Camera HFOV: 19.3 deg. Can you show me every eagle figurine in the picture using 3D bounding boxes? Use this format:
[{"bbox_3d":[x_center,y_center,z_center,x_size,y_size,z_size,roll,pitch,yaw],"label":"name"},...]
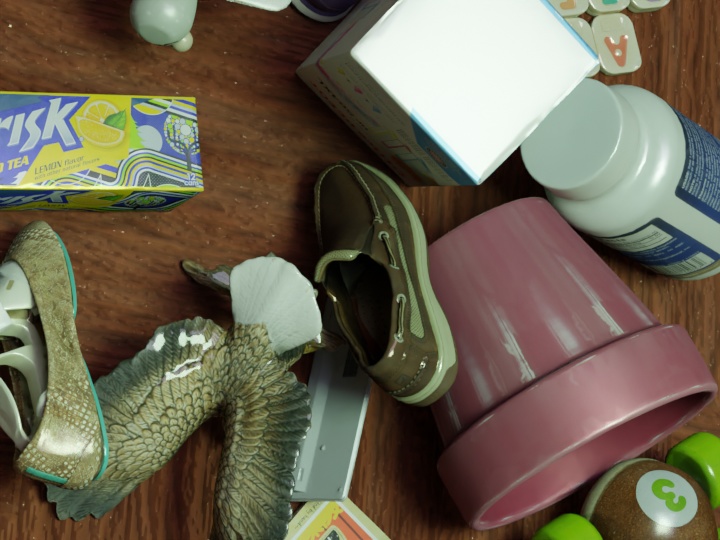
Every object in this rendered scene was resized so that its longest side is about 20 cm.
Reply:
[{"bbox_3d":[-0.093,0.096,1.392,0.151,0.152,0.200,53,55,-29],"label":"eagle figurine"}]

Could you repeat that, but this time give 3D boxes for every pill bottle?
[{"bbox_3d":[0.201,-0.069,1.537,0.200,0.111,0.111,25,65,-51],"label":"pill bottle"}]

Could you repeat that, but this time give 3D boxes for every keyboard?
[{"bbox_3d":[-0.010,0.065,1.477,0.011,0.056,0.200,33,63,-47],"label":"keyboard"}]

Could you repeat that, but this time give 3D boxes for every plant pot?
[{"bbox_3d":[0.119,0.057,1.478,0.200,0.200,0.179,-22,73,-28],"label":"plant pot"}]

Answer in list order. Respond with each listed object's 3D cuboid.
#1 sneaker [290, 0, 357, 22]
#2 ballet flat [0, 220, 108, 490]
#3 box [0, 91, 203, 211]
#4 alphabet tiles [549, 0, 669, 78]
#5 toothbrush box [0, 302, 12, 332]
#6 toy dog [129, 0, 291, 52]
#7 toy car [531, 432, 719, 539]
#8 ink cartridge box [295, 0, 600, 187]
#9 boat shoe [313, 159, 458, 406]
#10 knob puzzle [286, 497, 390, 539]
[{"bbox_3d":[0.016,-0.277,1.550,0.076,0.088,0.200,27,67,-18],"label":"sneaker"},{"bbox_3d":[-0.210,0.047,1.343,0.065,0.071,0.200,6,48,-34],"label":"ballet flat"},{"bbox_3d":[-0.210,-0.079,1.407,0.200,0.064,0.070,-1,78,-26],"label":"box"},{"bbox_3d":[0.150,-0.244,1.651,0.200,0.015,0.196,-9,82,-28],"label":"alphabet tiles"},{"bbox_3d":[-0.312,-0.023,1.298,0.085,0.146,0.200,-31,94,-28],"label":"toothbrush box"},{"bbox_3d":[-0.095,-0.218,1.481,0.200,0.132,0.096,-47,132,-20],"label":"toy dog"},{"bbox_3d":[0.249,0.224,1.468,0.164,0.200,0.158,-26,116,-30],"label":"toy car"},{"bbox_3d":[0.053,-0.144,1.488,0.129,0.200,0.125,45,81,-10],"label":"ink cartridge box"},{"bbox_3d":[0.004,-0.004,1.428,0.075,0.075,0.202,22,33,-43],"label":"boat shoe"},{"bbox_3d":[-0.006,0.274,1.444,0.219,0.030,0.220,6,75,-25],"label":"knob puzzle"}]
